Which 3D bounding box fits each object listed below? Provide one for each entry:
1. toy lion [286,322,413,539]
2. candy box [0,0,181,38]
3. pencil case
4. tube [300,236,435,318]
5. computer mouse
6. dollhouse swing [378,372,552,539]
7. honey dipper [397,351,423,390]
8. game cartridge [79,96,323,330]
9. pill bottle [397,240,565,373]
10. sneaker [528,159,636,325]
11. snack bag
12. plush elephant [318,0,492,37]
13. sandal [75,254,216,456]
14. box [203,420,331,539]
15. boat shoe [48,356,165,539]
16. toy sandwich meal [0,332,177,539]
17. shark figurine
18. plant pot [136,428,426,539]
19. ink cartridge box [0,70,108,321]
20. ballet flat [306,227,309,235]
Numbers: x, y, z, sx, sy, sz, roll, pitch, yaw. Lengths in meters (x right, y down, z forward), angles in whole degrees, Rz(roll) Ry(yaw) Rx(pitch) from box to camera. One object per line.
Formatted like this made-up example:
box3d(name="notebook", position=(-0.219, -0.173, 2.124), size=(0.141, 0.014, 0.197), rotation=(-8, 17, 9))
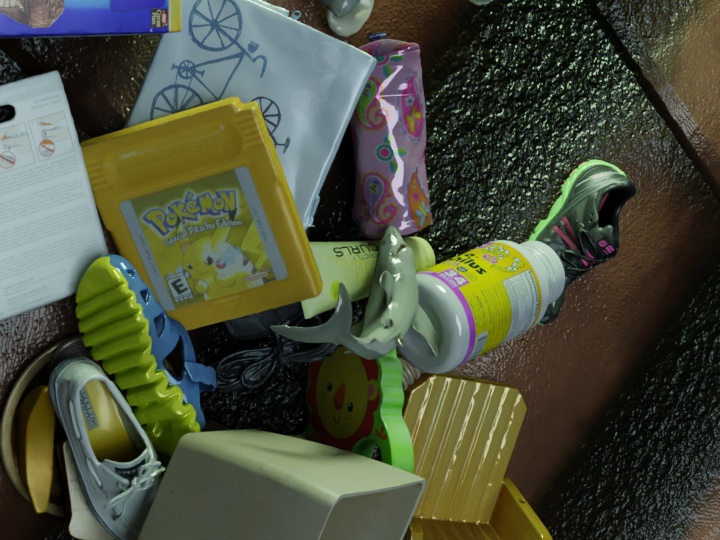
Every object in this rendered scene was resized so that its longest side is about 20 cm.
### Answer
box3d(name="toy lion", position=(-0.004, 0.158, 1.370), size=(0.068, 0.200, 0.192), rotation=(7, 116, -34))
box3d(name="candy box", position=(-0.256, -0.285, 1.166), size=(0.199, 0.077, 0.170), rotation=(-8, 105, -32))
box3d(name="pencil case", position=(0.026, -0.135, 1.381), size=(0.087, 0.087, 0.201), rotation=(-15, 109, -29))
box3d(name="tube", position=(0.000, 0.000, 1.375), size=(0.199, 0.058, 0.052), rotation=(-8, 131, -50))
box3d(name="computer mouse", position=(-0.114, 0.012, 1.339), size=(0.138, 0.053, 0.201), rotation=(-20, 113, 2))
box3d(name="dollhouse swing", position=(0.124, 0.237, 1.490), size=(0.199, 0.182, 0.176), rotation=(13, 115, -33))
box3d(name="honey dipper", position=(0.107, 0.058, 1.507), size=(0.200, 0.038, 0.038), rotation=(-38, 119, -22))
box3d(name="game cartridge", position=(-0.147, -0.047, 1.260), size=(0.175, 0.032, 0.201), rotation=(-15, 113, 12))
box3d(name="pill bottle", position=(0.127, 0.030, 1.434), size=(0.199, 0.104, 0.105), rotation=(-22, 114, -42))
box3d(name="sneaker", position=(0.244, -0.030, 1.537), size=(0.077, 0.084, 0.201), rotation=(29, 86, -49))
box3d(name="snack bag", position=(-0.103, -0.155, 1.263), size=(0.199, 0.021, 0.189), rotation=(22, 97, -5))
box3d(name="plush elephant", position=(0.007, -0.300, 1.292), size=(0.155, 0.200, 0.165), rotation=(-42, 121, 10))
box3d(name="sandal", position=(-0.193, 0.070, 1.258), size=(0.087, 0.079, 0.201), rotation=(-51, 127, -50))
box3d(name="box", position=(-0.115, 0.270, 1.352), size=(0.021, 0.163, 0.201), rotation=(11, 97, -69))
box3d(name="boat shoe", position=(-0.210, 0.173, 1.222), size=(0.074, 0.086, 0.203), rotation=(-27, 112, -24))
box3d(name="toy sandwich meal", position=(-0.244, 0.159, 1.287), size=(0.204, 0.070, 0.206), rotation=(-8, 106, -31))
box3d(name="shark figurine", position=(-0.001, 0.054, 1.289), size=(0.129, 0.089, 0.214), rotation=(67, 28, -11))
box3d(name="plant pot", position=(-0.086, 0.244, 1.235), size=(0.200, 0.176, 0.201), rotation=(10, 105, -64))
box3d(name="ink cartridge box", position=(-0.319, -0.060, 1.203), size=(0.159, 0.047, 0.201), rotation=(-21, 110, -26))
box3d(name="ballet flat", position=(-0.079, -0.113, 1.328), size=(0.073, 0.073, 0.201), rotation=(-30, 112, -23))
